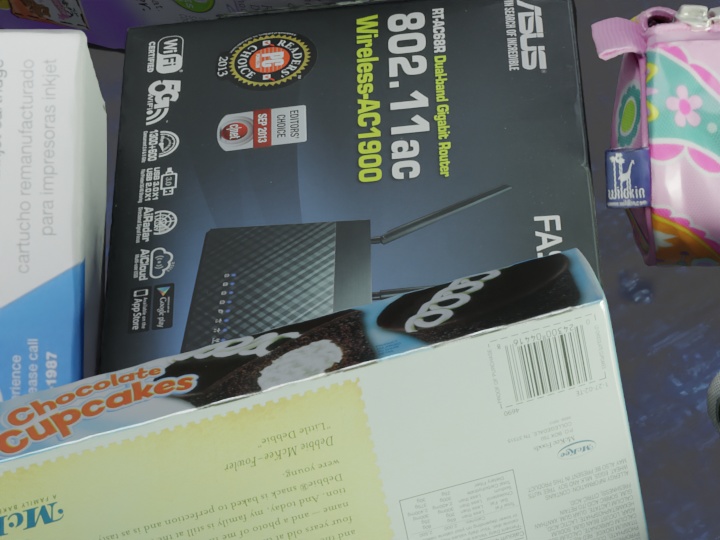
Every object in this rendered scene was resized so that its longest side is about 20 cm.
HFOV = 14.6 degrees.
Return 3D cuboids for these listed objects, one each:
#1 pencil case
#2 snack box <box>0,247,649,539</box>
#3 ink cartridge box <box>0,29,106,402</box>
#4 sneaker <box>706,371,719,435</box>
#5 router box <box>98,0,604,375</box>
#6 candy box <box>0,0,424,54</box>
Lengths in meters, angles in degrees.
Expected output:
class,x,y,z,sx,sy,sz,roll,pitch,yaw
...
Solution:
class,x,y,z,sx,sy,sz,roll,pitch,yaw
pencil case,0.173,-0.050,0.870,0.199,0.088,0.088,-5,44,5
snack box,-0.024,0.076,0.753,0.199,0.117,0.037,-14,26,-5
ink cartridge box,-0.176,0.010,0.818,0.199,0.084,0.147,-1,77,-1
sneaker,0.138,0.059,0.778,0.088,0.074,0.200,2,35,13
router box,0.000,0.000,0.868,0.149,0.062,0.201,-5,44,4
candy box,-0.063,-0.149,0.953,0.199,0.168,0.072,11,56,21
